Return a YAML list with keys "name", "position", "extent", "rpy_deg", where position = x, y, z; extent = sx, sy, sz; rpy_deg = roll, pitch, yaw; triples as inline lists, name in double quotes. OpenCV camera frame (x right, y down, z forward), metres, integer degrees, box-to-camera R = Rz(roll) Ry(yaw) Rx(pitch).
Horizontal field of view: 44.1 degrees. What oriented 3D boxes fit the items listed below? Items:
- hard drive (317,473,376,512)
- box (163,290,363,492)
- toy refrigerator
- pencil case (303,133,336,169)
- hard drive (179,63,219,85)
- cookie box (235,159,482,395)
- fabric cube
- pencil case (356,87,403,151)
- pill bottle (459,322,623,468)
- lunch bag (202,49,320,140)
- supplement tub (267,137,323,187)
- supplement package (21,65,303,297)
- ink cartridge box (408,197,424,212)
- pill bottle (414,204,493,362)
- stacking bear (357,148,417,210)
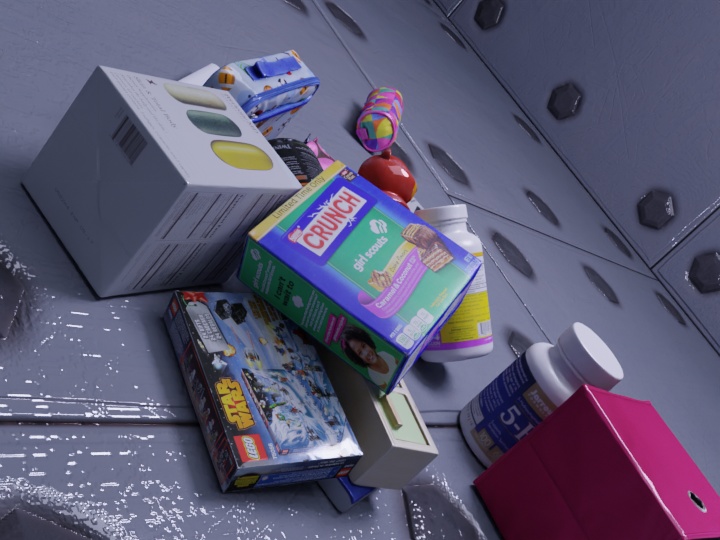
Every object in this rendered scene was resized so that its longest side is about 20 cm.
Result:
- name: "hard drive"
  position: [-0.007, 0.168, 0.953]
  extent: [0.133, 0.025, 0.199]
  rpy_deg: [51, 23, 14]
- name: "box"
  position: [-0.096, 0.107, 0.844]
  extent: [0.135, 0.040, 0.202]
  rpy_deg: [4, 44, -37]
- name: "toy refrigerator"
  position: [0.002, 0.119, 0.924]
  extent: [0.075, 0.070, 0.202]
  rpy_deg: [21, 33, -44]
- name: "pencil case"
  position: [-0.030, -0.090, 1.250]
  extent: [0.201, 0.091, 0.094]
  rpy_deg: [49, 54, 0]
- name: "hard drive"
  position: [-0.198, -0.222, 1.254]
  extent: [0.132, 0.025, 0.201]
  rpy_deg: [43, 23, -8]
- name: "cookie box"
  position: [0.000, 0.000, 0.918]
  extent: [0.198, 0.076, 0.171]
  rpy_deg: [35, 46, 11]
- name: "fabric cube"
  position: [0.293, 0.283, 1.052]
  extent: [0.194, 0.200, 0.201]
  rpy_deg: [17, 34, -46]
- name: "pencil case"
  position: [0.038, -0.299, 1.744]
  extent: [0.088, 0.088, 0.201]
  rpy_deg: [40, 21, -11]
- name: "pill bottle"
  position: [0.234, 0.166, 1.144]
  extent: [0.119, 0.200, 0.120]
  rpy_deg: [35, 24, -19]
- name: "lunch bag"
  position: [-0.140, -0.194, 1.079]
  extent: [0.076, 0.160, 0.200]
  rpy_deg: [51, 32, 0]
- name: "supplement tub"
  position: [-0.077, -0.053, 1.077]
  extent: [0.121, 0.123, 0.202]
  rpy_deg: [20, 34, -44]
- name: "supplement package"
  position: [-0.193, -0.086, 0.894]
  extent: [0.152, 0.151, 0.199]
  rpy_deg: [50, 23, 16]
- name: "ink cartridge box"
  position: [0.069, -0.038, 1.350]
  extent: [0.201, 0.084, 0.144]
  rpy_deg: [49, 23, 7]
- name: "pill bottle"
  position: [0.119, 0.017, 1.207]
  extent: [0.104, 0.102, 0.205]
  rpy_deg: [-8, 91, -62]
- name: "stacking bear"
  position: [0.026, -0.055, 1.161]
  extent: [0.111, 0.122, 0.204]
  rpy_deg: [8, 69, -2]
